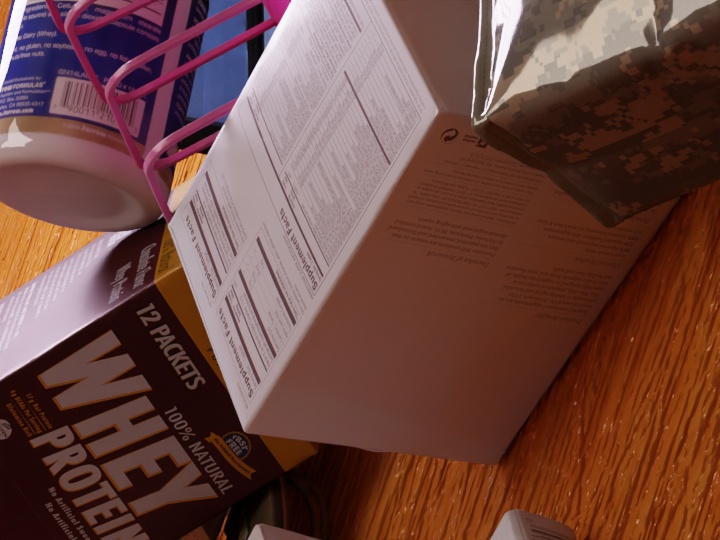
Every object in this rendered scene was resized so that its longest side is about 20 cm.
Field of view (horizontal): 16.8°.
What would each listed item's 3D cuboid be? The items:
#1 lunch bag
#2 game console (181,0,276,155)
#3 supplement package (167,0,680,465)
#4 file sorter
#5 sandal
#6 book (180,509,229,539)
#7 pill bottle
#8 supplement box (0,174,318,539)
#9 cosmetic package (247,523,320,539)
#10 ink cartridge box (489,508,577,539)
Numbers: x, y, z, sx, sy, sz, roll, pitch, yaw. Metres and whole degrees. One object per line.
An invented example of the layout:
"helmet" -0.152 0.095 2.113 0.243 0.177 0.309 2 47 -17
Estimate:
"lunch bag" 0.138 -0.144 1.030 0.163 0.117 0.201 -24 50 36
"game console" -0.096 -0.128 1.546 0.173 0.118 0.201 -111 16 -49
"supplement package" 0.028 -0.035 1.169 0.201 0.151 0.151 -58 38 31
"file sorter" -0.094 -0.139 1.288 0.201 0.125 0.139 60 173 20
"sandal" -0.048 0.151 1.400 0.200 0.054 0.082 -101 34 -80
"book" -0.175 0.173 1.502 0.199 0.048 0.134 -28 15 13
"pill bottle" -0.150 -0.134 1.423 0.116 0.115 0.201 -31 45 61
"supplement box" -0.141 0.071 1.413 0.199 0.133 0.197 -32 15 8
"cosmetic package" -0.052 0.248 1.270 0.201 0.081 0.113 -62 23 20
"ink cartridge box" 0.055 0.241 1.056 0.197 0.043 0.201 -106 37 -56
